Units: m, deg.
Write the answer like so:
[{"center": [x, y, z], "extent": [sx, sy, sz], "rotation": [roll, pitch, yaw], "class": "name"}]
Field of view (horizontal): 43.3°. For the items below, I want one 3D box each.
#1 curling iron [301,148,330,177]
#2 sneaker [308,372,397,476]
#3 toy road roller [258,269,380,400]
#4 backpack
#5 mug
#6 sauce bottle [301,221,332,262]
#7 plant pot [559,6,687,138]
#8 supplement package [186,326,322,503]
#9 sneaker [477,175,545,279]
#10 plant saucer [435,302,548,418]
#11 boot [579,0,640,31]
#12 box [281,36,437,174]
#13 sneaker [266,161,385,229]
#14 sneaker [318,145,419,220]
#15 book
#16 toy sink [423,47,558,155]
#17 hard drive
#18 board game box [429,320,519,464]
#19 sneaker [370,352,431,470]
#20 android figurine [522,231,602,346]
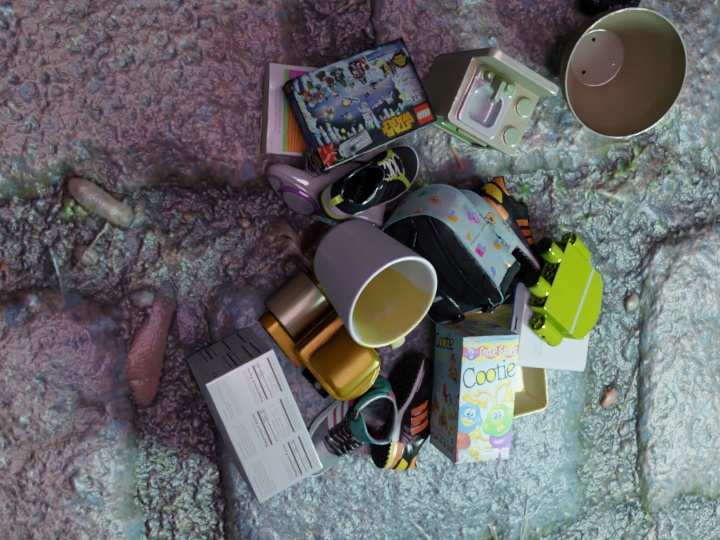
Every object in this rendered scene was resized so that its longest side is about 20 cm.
[{"center": [-0.031, -0.232, 1.350], "extent": [0.049, 0.025, 0.202], "rotation": [32, 78, -34], "class": "curling iron"}, {"center": [-0.011, 0.257, 1.434], "extent": [0.083, 0.121, 0.201], "rotation": [40, 85, -21], "class": "sneaker"}, {"center": [-0.049, 0.108, 1.382], "extent": [0.123, 0.146, 0.201], "rotation": [-41, 110, -9], "class": "toy road roller"}, {"center": [0.133, -0.039, 1.403], "extent": [0.200, 0.175, 0.154], "rotation": [43, 55, -21], "class": "backpack"}, {"center": [0.003, 0.021, 1.311], "extent": [0.148, 0.153, 0.189], "rotation": [-7, 126, -35], "class": "mug"}, {"center": [0.000, 0.000, 1.425], "extent": [0.199, 0.066, 0.067], "rotation": [33, 88, -21], "class": "sauce bottle"}, {"center": [0.406, -0.332, 1.465], "extent": [0.197, 0.135, 0.203], "rotation": [-3, 115, -6], "class": "plant pot"}, {"center": [-0.161, 0.211, 1.354], "extent": [0.110, 0.155, 0.203], "rotation": [-25, 107, -16], "class": "supplement package"}, {"center": [0.262, -0.068, 1.498], "extent": [0.200, 0.070, 0.090], "rotation": [47, 67, -26], "class": "sneaker"}, {"center": [0.217, 0.156, 1.538], "extent": [0.197, 0.048, 0.203], "rotation": [-11, 103, -18], "class": "plant saucer"}, {"center": [0.406, -0.510, 1.476], "extent": [0.199, 0.076, 0.170], "rotation": [34, 83, -27], "class": "boot"}, {"center": [0.001, -0.243, 1.330], "extent": [0.198, 0.040, 0.139], "rotation": [-26, 93, -20], "class": "box"}, {"center": [-0.050, -0.129, 1.394], "extent": [0.198, 0.075, 0.101], "rotation": [22, 68, -19], "class": "sneaker"}, {"center": [0.027, -0.131, 1.341], "extent": [0.199, 0.083, 0.072], "rotation": [-35, 95, -31], "class": "sneaker"}, {"center": [-0.050, -0.238, 1.378], "extent": [0.197, 0.048, 0.136], "rotation": [2, 96, -21], "class": "book"}, {"center": [0.185, -0.252, 1.376], "extent": [0.129, 0.200, 0.113], "rotation": [24, 91, -22], "class": "toy sink"}, {"center": [0.322, 0.098, 1.530], "extent": [0.198, 0.025, 0.134], "rotation": [10, 87, -43], "class": "hard drive"}, {"center": [0.181, 0.191, 1.449], "extent": [0.101, 0.105, 0.204], "rotation": [-1, 100, -20], "class": "board game box"}, {"center": [0.086, 0.234, 1.500], "extent": [0.089, 0.070, 0.203], "rotation": [15, 96, -32], "class": "sneaker"}, {"center": [0.338, 0.035, 1.492], "extent": [0.199, 0.041, 0.184], "rotation": [36, 69, -40], "class": "android figurine"}]
